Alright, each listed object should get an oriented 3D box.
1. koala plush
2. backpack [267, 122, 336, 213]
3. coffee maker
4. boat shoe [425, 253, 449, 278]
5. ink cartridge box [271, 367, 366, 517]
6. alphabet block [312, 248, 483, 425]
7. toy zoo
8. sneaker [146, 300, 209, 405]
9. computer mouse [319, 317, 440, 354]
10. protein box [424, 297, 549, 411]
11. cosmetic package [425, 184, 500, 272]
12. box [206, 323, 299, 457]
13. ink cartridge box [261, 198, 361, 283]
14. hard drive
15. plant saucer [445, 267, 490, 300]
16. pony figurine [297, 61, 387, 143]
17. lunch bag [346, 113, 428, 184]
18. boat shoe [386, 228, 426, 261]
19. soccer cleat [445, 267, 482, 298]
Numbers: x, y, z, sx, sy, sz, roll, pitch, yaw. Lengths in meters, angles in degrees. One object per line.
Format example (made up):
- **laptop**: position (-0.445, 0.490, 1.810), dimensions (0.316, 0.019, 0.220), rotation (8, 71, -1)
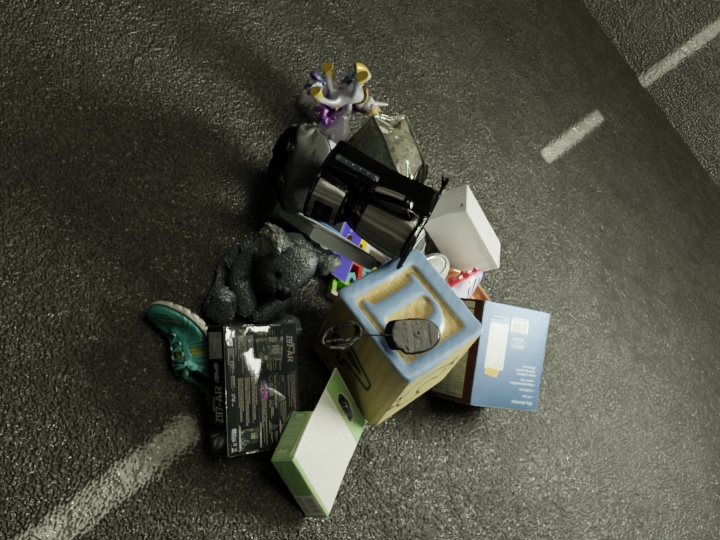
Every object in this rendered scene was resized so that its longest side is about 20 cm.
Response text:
- **koala plush**: position (-0.144, 0.000, 1.415), dimensions (0.177, 0.200, 0.185), rotation (26, 48, -26)
- **backpack**: position (-0.111, -0.196, 1.543), dimensions (0.153, 0.200, 0.165), rotation (7, 98, -28)
- **coffee maker**: position (0.023, -0.124, 1.409), dimensions (0.199, 0.135, 0.192), rotation (29, 32, 4)
- **boat shoe**: position (0.113, 0.017, 1.667), dimensions (0.199, 0.069, 0.072), rotation (-26, 80, -29)
- **ink cartridge box**: position (-0.065, 0.283, 1.369), dimensions (0.146, 0.048, 0.201), rotation (64, 32, -32)
- **alphabet block**: position (0.059, 0.117, 1.448), dimensions (0.195, 0.200, 0.197), rotation (-28, 71, -30)
- **toy zoo**: position (0.000, 0.000, 1.681), dimensions (0.131, 0.020, 0.201), rotation (29, 46, -25)
- **sneaker**: position (-0.270, 0.131, 1.313), dimensions (0.200, 0.077, 0.080), rotation (49, 51, -5)
- **computer mouse**: position (0.032, 0.107, 1.310), dimensions (0.198, 0.034, 0.059), rotation (0, 76, -12)
- **protein box**: position (0.256, 0.167, 1.656), dimensions (0.197, 0.134, 0.202), rotation (11, 86, -37)
- **cosmetic package**: position (0.224, -0.084, 1.823), dimensions (0.200, 0.112, 0.082), rotation (56, 32, -39)
- **box**: position (-0.168, 0.186, 1.318), dimensions (0.160, 0.043, 0.202), rotation (2, 84, -50)
- **ink cartridge box**: position (-0.079, -0.100, 1.644), dimensions (0.199, 0.043, 0.199), rotation (31, 45, -13)
- **hard drive**: position (-0.062, -0.061, 1.478), dimensions (0.131, 0.026, 0.200), rotation (28, 3, -25)
- **plant saucer**: position (0.217, 0.091, 1.806), dimensions (0.199, 0.037, 0.201), rotation (23, 49, -29)
- **pony figurine**: position (-0.048, -0.357, 1.734), dimensions (0.200, 0.191, 0.168), rotation (49, 26, -72)
- **lunch bag**: position (0.054, -0.207, 1.762), dimensions (0.117, 0.164, 0.201), rotation (-5, 67, -40)
- **boat shoe**: position (0.105, -0.051, 1.786), dimensions (0.200, 0.072, 0.071), rotation (-54, 127, -51)
- **soccer cleat**: position (0.204, 0.055, 1.750), dimensions (0.200, 0.066, 0.077), rotation (-31, 101, -48)
